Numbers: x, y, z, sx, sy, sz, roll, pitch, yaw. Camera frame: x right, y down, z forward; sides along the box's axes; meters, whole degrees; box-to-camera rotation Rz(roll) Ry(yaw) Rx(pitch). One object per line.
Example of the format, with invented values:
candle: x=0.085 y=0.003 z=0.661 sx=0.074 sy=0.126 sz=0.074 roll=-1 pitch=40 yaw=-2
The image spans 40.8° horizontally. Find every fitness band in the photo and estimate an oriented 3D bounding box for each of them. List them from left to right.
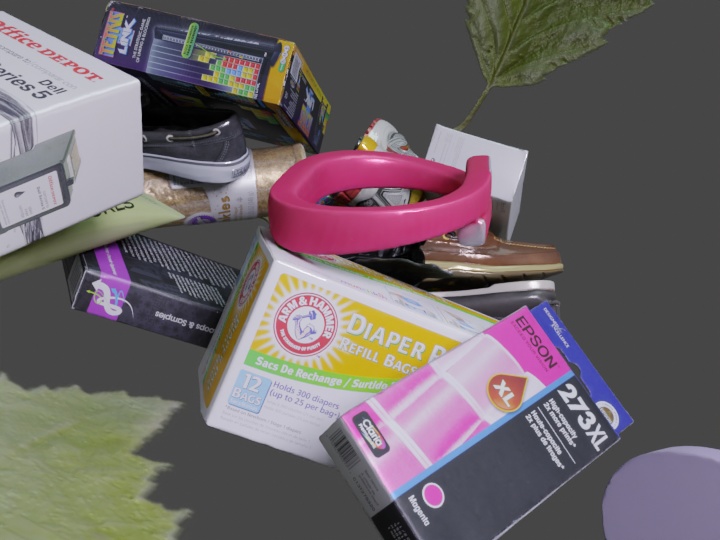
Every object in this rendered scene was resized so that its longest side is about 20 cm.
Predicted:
fitness band: x=0.016 y=-0.048 z=0.643 sx=0.142 sy=0.038 sz=0.200 roll=0 pitch=17 yaw=9

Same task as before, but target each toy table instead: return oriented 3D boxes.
toy table: x=0.248 y=0.169 z=0.546 sx=0.116 sy=0.185 sz=0.200 roll=-4 pitch=34 yaw=-36

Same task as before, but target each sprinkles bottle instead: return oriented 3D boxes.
sprinkles bottle: x=-0.146 y=-0.075 z=0.883 sx=0.197 sy=0.069 sz=0.068 roll=-7 pitch=16 yaw=-10

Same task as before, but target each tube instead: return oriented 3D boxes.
tube: x=-0.208 y=-0.037 z=0.675 sx=0.200 sy=0.052 sz=0.059 roll=-30 pitch=98 yaw=-62

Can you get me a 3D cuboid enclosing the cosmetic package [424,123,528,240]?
cosmetic package: x=0.105 y=-0.068 z=0.885 sx=0.082 sy=0.051 sz=0.200 roll=16 pitch=-8 yaw=10

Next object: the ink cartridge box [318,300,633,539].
ink cartridge box: x=0.079 y=0.085 z=0.542 sx=0.199 sy=0.037 sz=0.095 roll=-25 pitch=74 yaw=-39

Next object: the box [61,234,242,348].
box: x=-0.132 y=0.020 z=0.759 sx=0.198 sy=0.036 sz=0.143 roll=19 pitch=12 yaw=-26

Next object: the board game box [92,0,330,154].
board game box: x=-0.123 y=-0.166 z=0.869 sx=0.163 sy=0.057 sz=0.200 roll=13 pitch=-3 yaw=8

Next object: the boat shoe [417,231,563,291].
boat shoe: x=0.088 y=-0.018 z=0.842 sx=0.198 sy=0.068 sz=0.072 roll=0 pitch=-13 yaw=-21

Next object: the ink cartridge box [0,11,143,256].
ink cartridge box: x=-0.246 y=-0.072 z=0.556 sx=0.145 sy=0.085 sz=0.199 roll=29 pitch=40 yaw=27

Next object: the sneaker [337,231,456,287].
sneaker: x=0.001 y=-0.003 z=0.739 sx=0.103 sy=0.061 sz=0.200 roll=12 pitch=-15 yaw=-6

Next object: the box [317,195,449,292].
box: x=0.025 y=0.003 z=0.992 sx=0.191 sy=0.123 sz=0.200 roll=25 pitch=10 yaw=-4

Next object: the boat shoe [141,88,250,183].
boat shoe: x=-0.189 y=-0.126 z=0.838 sx=0.198 sy=0.067 sz=0.070 roll=14 pitch=36 yaw=19

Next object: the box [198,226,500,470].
box: x=0.006 y=0.064 z=0.629 sx=0.198 sy=0.114 sz=0.101 roll=21 pitch=9 yaw=-16

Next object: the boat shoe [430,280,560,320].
boat shoe: x=0.075 y=0.049 z=0.844 sx=0.198 sy=0.058 sz=0.067 roll=-9 pitch=-13 yaw=17

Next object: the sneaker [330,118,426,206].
sneaker: x=0.026 y=-0.088 z=0.927 sx=0.082 sy=0.078 sz=0.200 roll=28 pitch=20 yaw=-3
